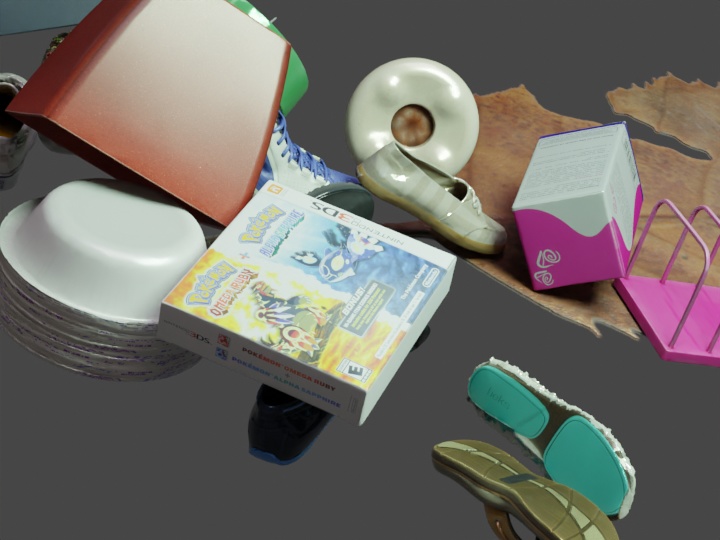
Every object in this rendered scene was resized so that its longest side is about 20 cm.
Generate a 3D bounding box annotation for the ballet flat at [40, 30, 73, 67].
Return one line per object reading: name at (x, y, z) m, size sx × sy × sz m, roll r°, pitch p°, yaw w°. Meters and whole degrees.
ballet flat at (-0.255, -0.220, 1.725) m, size 0.200 × 0.076 × 0.064 m, roll -9°, pitch 34°, yaw 38°

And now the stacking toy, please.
stacking toy at (0.048, -0.173, 1.879) m, size 0.146 × 0.146 × 0.200 m, roll 16°, pitch 10°, yaw -8°

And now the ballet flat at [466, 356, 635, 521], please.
ballet flat at (0.176, 0.144, 1.453) m, size 0.072 × 0.072 × 0.200 m, roll -9°, pitch 41°, yaw -41°

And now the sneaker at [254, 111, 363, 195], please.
sneaker at (-0.084, -0.111, 1.662) m, size 0.199 × 0.115 × 0.081 m, roll 10°, pitch 32°, yaw -17°

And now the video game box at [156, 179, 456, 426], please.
video game box at (-0.040, 0.020, 1.366) m, size 0.182 × 0.047 × 0.200 m, roll 21°, pitch 39°, yaw 13°

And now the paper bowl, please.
paper bowl at (-0.210, -0.004, 1.418) m, size 0.201 × 0.104 × 0.201 m, roll 14°, pitch 29°, yaw -8°

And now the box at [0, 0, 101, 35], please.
box at (-0.379, -0.305, 1.746) m, size 0.182 × 0.104 × 0.200 m, roll 8°, pitch 17°, yaw 37°

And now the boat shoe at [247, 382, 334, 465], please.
boat shoe at (-0.031, 0.078, 1.384) m, size 0.084 × 0.069 × 0.200 m, roll 11°, pitch 39°, yaw 11°

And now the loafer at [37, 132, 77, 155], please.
loafer at (-0.255, -0.155, 1.692) m, size 0.070 × 0.070 × 0.200 m, roll -4°, pitch 10°, yaw 38°

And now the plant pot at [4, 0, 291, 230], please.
plant pot at (-0.176, -0.164, 1.508) m, size 0.200 × 0.176 × 0.200 m, roll 32°, pitch -5°, yaw -22°

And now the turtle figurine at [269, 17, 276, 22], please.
turtle figurine at (-0.196, -0.326, 1.981) m, size 0.150 × 0.101 × 0.200 m, roll 38°, pitch 39°, yaw 28°

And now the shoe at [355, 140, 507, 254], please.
shoe at (0.085, -0.073, 1.717) m, size 0.200 × 0.053 × 0.070 m, roll 26°, pitch 20°, yaw -34°

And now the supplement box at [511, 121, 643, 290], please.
supplement box at (0.235, -0.071, 1.773) m, size 0.103 × 0.101 × 0.200 m, roll -10°, pitch 22°, yaw 18°

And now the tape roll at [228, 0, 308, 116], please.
tape roll at (-0.148, -0.238, 1.771) m, size 0.200 × 0.200 × 0.048 m, roll 33°, pitch 73°, yaw 21°

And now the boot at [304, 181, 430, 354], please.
boot at (-0.001, 0.000, 1.577) m, size 0.165 × 0.066 × 0.200 m, roll -17°, pitch 43°, yaw -36°

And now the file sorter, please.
file sorter at (0.397, 0.014, 1.743) m, size 0.200 × 0.125 × 0.139 m, roll 7°, pitch 31°, yaw -22°

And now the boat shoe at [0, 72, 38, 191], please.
boat shoe at (-0.345, -0.155, 1.618) m, size 0.071 × 0.070 × 0.200 m, roll 15°, pitch 30°, yaw -10°

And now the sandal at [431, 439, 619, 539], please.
sandal at (0.131, 0.198, 1.352) m, size 0.080 × 0.054 × 0.200 m, roll -1°, pitch 21°, yaw -43°
